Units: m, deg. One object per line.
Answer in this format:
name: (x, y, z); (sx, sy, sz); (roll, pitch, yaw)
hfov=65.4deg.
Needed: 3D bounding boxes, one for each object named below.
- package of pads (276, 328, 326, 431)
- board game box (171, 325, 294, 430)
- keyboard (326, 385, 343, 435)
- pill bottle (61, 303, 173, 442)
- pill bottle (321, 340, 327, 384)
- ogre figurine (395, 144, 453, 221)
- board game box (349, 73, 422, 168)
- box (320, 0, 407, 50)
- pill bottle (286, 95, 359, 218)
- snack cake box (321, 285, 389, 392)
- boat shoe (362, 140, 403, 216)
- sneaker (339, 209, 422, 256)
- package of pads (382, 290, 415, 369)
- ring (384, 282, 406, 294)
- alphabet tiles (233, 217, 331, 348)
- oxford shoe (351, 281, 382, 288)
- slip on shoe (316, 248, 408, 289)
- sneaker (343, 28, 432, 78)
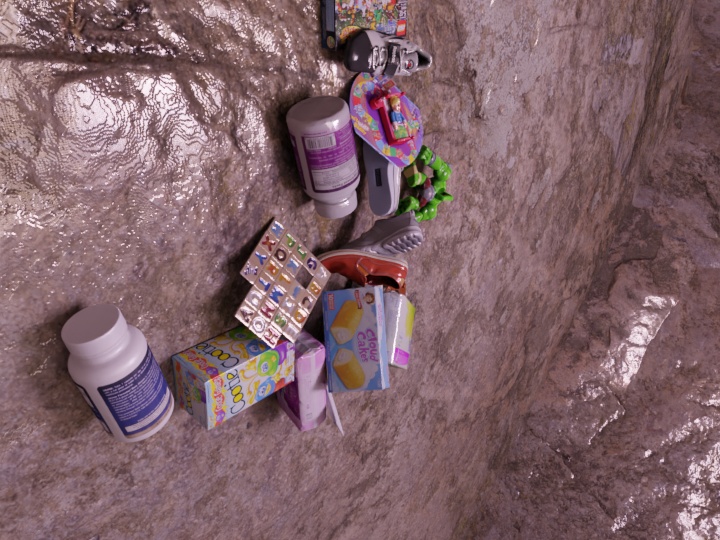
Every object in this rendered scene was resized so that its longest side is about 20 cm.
package of pads: (-0.126, 0.218, 1.162); (0.075, 0.120, 0.202); (-19, 125, -30)
board game box: (-0.227, 0.182, 1.029); (0.199, 0.102, 0.106); (-24, 128, -43)
keyboard: (-0.071, 0.261, 1.219); (0.011, 0.201, 0.057); (-25, 136, 2)
pill bottle: (-0.360, 0.151, 0.834); (0.111, 0.110, 0.202); (-38, 137, -33)
pill bottle: (-0.024, 0.203, 1.262); (0.114, 0.111, 0.200); (-63, 166, -2)
ogre figurine: (0.148, -0.184, 1.308); (0.119, 0.098, 0.203); (-1, 100, -39)
board game box: (0.065, -0.302, 1.096); (0.199, 0.039, 0.160); (33, 62, -32)
box: (0.011, -0.481, 1.004); (0.199, 0.037, 0.138); (-30, 132, -39)
pill bottle: (-0.060, -0.199, 1.014); (0.112, 0.112, 0.202); (-40, 138, -31)
snack cake box: (-0.009, 0.138, 1.127); (0.067, 0.113, 0.203); (23, 62, -73)
boat shoe: (0.058, -0.216, 1.174); (0.086, 0.074, 0.205); (-12, 99, -64)
sneaker: (0.041, -0.066, 1.188); (0.075, 0.198, 0.083); (41, 39, -49)
package of pads: (0.073, 0.134, 1.250); (0.200, 0.067, 0.157); (42, 55, -72)
ring: (0.079, 0.113, 1.412); (0.201, 0.019, 0.203); (-47, 146, -47)
alphabet tiles: (-0.148, 0.031, 1.030); (0.167, 0.007, 0.201); (46, 55, -30)
oxford shoe: (0.006, 0.068, 1.286); (0.058, 0.074, 0.202); (-47, 150, -56)
slip on shoe: (0.000, 0.000, 1.158); (0.074, 0.197, 0.062); (105, -8, -64)
sneaker: (0.056, -0.390, 1.014); (0.199, 0.088, 0.075); (-23, 133, -42)
